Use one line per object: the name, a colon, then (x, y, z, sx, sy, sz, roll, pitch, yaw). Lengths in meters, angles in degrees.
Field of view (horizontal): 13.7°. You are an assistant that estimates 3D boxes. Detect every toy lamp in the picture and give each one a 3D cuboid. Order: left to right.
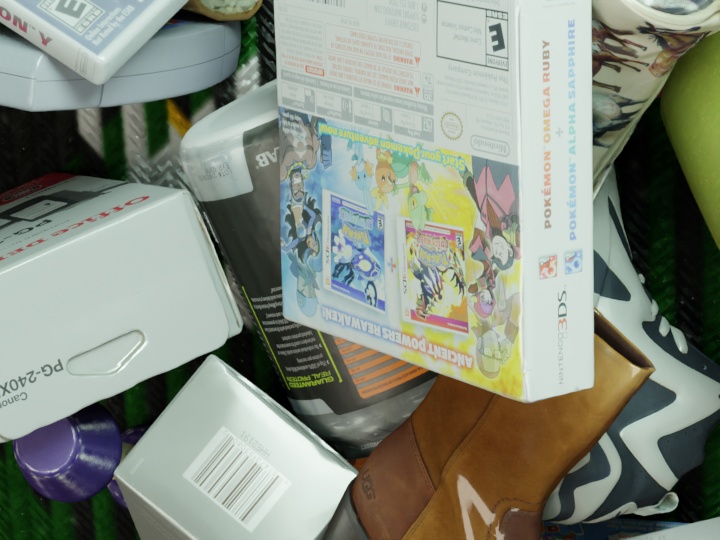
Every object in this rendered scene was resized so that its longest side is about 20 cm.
toy lamp: (-0.140, 0.099, 1.599, 0.058, 0.200, 0.059, -2, 81, 10)

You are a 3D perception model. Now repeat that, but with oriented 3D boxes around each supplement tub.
supplement tub: (0.000, 0.000, 1.512, 0.122, 0.122, 0.201, -15, 105, 35)

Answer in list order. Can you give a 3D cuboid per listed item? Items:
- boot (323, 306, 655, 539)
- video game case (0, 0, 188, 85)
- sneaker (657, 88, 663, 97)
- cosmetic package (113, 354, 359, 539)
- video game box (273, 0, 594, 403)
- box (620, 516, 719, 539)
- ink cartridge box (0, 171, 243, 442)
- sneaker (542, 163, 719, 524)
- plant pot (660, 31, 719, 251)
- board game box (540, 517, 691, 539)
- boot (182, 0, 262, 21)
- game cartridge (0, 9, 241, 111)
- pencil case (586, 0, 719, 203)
boot: (0.087, 0.111, 1.389, 0.189, 0.068, 0.200, 53, 127, 31)
video game case: (-0.138, -0.199, 1.450, 0.182, 0.200, 0.023, 33, 145, 12)
sneaker: (0.088, -0.136, 1.428, 0.199, 0.075, 0.081, 10, 151, 13)
cosmetic package: (-0.060, 0.126, 1.569, 0.107, 0.090, 0.200, 38, 171, 8)
video game box: (0.030, -0.051, 1.343, 0.200, 0.047, 0.183, 18, 111, 55)
box: (0.147, 0.202, 1.517, 0.199, 0.036, 0.145, -14, 117, 10)
ink cartridge box: (-0.171, 0.015, 1.555, 0.200, 0.145, 0.084, 8, 120, 64)
sneaker: (0.129, 0.031, 1.487, 0.079, 0.129, 0.200, -20, 64, 45)
plant pot: (0.231, -0.033, 1.338, 0.200, 0.187, 0.188, 48, 131, 29)
board game box: (0.096, 0.196, 1.556, 0.199, 0.037, 0.152, 4, 119, -2)
boot: (-0.164, -0.185, 1.499, 0.199, 0.175, 0.066, 22, 100, 23)
game cartridge: (-0.148, -0.113, 1.498, 0.132, 0.200, 0.042, 8, 102, 25)
pencil case: (0.103, -0.092, 1.344, 0.089, 0.078, 0.200, 37, 143, 2)
